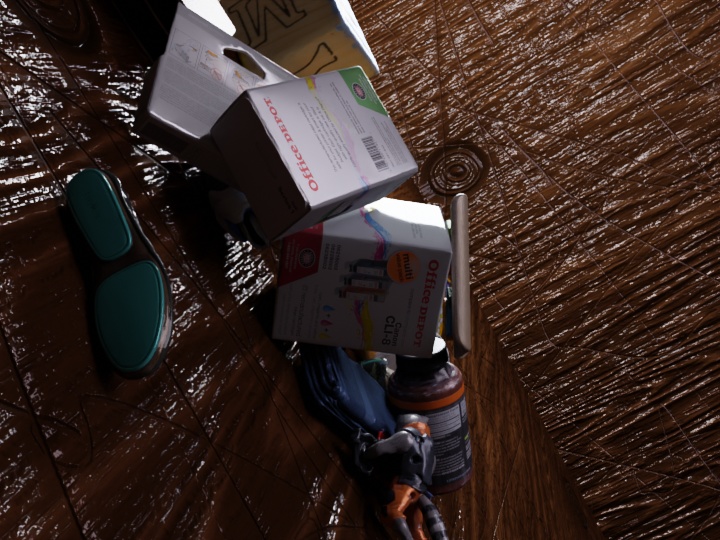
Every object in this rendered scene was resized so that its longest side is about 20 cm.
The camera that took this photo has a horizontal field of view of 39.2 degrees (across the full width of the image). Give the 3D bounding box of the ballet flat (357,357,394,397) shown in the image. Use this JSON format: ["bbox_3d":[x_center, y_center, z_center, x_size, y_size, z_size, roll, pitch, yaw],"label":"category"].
[{"bbox_3d":[0.058,0.205,1.449,0.201,0.074,0.075,56,12,-29],"label":"ballet flat"}]

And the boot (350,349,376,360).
[{"bbox_3d":[-0.035,0.032,1.478,0.202,0.070,0.145,-118,-174,-51],"label":"boot"}]

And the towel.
[{"bbox_3d":[-0.016,0.158,1.274,0.200,0.048,0.113,47,19,-51],"label":"towel"}]

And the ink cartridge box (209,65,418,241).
[{"bbox_3d":[-0.049,-0.135,1.132,0.199,0.084,0.146,-24,82,-48],"label":"ink cartridge box"}]

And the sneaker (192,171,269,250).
[{"bbox_3d":[-0.135,-0.082,1.252,0.200,0.080,0.148,43,30,-68],"label":"sneaker"}]

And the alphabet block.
[{"bbox_3d":[-0.110,-0.423,1.834,0.195,0.198,0.198,44,21,-59],"label":"alphabet block"}]

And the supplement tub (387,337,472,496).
[{"bbox_3d":[0.093,0.195,1.375,0.107,0.105,0.203,-82,165,-72],"label":"supplement tub"}]

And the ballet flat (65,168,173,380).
[{"bbox_3d":[-0.186,0.005,0.823,0.069,0.067,0.202,59,8,-62],"label":"ballet flat"}]

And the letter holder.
[{"bbox_3d":[-0.255,-0.341,1.242,0.201,0.100,0.143,57,14,-22],"label":"letter holder"}]

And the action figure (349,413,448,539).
[{"bbox_3d":[0.071,0.269,1.233,0.200,0.103,0.196,40,40,-49],"label":"action figure"}]

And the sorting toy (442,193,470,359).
[{"bbox_3d":[0.120,0.014,1.279,0.200,0.036,0.188,55,34,-80],"label":"sorting toy"}]

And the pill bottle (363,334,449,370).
[{"bbox_3d":[0.079,0.140,1.582,0.112,0.110,0.200,64,11,10],"label":"pill bottle"}]

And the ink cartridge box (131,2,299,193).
[{"bbox_3d":[-0.152,-0.186,1.163,0.199,0.045,0.178,28,48,-28],"label":"ink cartridge box"}]

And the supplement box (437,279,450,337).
[{"bbox_3d":[0.068,0.036,1.667,0.200,0.108,0.110,41,57,-65],"label":"supplement box"}]

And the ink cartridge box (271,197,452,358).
[{"bbox_3d":[0.000,0.000,1.219,0.145,0.197,0.147,-95,-167,-65],"label":"ink cartridge box"}]
